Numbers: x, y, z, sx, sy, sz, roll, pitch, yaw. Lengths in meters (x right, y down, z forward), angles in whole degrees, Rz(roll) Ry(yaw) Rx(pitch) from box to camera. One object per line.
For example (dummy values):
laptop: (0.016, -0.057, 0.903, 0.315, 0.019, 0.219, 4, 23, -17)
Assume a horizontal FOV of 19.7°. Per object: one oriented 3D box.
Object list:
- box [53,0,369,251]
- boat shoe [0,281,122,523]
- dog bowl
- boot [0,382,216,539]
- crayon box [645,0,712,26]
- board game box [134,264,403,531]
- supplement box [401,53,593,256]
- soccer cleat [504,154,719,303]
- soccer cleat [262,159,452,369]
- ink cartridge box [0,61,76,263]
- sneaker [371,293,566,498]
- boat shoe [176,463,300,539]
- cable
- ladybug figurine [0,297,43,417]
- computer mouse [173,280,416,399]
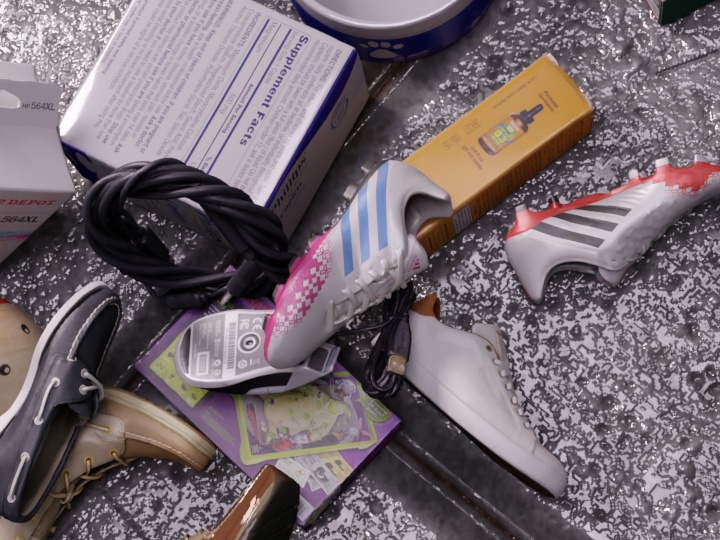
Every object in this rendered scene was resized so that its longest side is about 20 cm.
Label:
box: (-0.123, -0.131, 1.746, 0.199, 0.105, 0.185, 26, 77, 15)
boat shoe: (-0.235, 0.105, 1.632, 0.060, 0.076, 0.201, 25, 82, 27)
dog bowl: (0.025, -0.285, 1.789, 0.198, 0.079, 0.202, -2, 72, 6)
boot: (-0.229, 0.169, 1.678, 0.199, 0.073, 0.156, 18, 71, 17)
crayon box: (0.288, -0.337, 1.781, 0.172, 0.058, 0.201, -26, 71, -2)
board game box: (-0.076, 0.103, 1.706, 0.200, 0.032, 0.120, 42, 85, 17)
supplement box: (0.099, -0.090, 1.725, 0.200, 0.069, 0.067, -37, 72, -3)
soccer cleat: (0.216, -0.033, 1.694, 0.199, 0.069, 0.086, -17, 80, 5)
soccer cleat: (0.000, 0.000, 1.628, 0.086, 0.070, 0.201, 26, 70, 21)
ink cartridge box: (-0.337, -0.082, 1.697, 0.200, 0.128, 0.126, -37, 65, 38)
sneaker: (0.103, 0.093, 1.660, 0.085, 0.073, 0.200, -46, 71, -5)
boat shoe: (-0.123, 0.239, 1.637, 0.074, 0.076, 0.201, 30, 87, 25)
cable: (-0.132, -0.022, 1.635, 0.162, 0.200, 0.051, 7, 61, 17)
ladybug figurine: (-0.348, 0.064, 1.678, 0.198, 0.072, 0.136, 3, 51, 16)
computer mouse: (-0.052, 0.062, 1.673, 0.198, 0.044, 0.110, -6, 58, 13)
